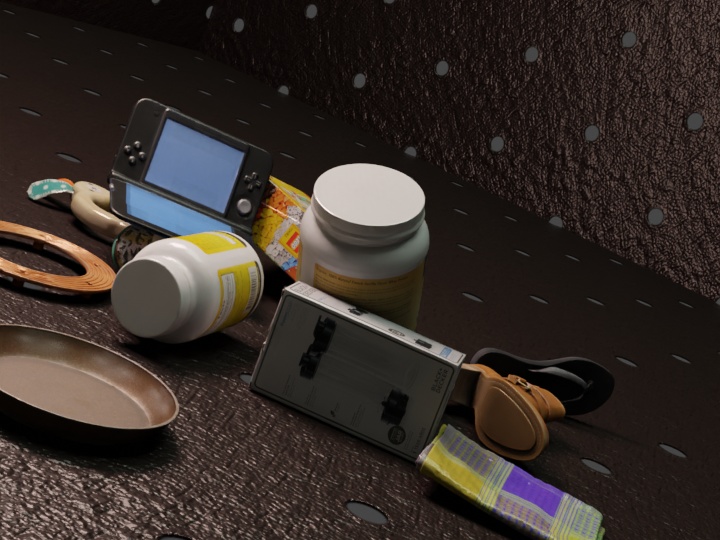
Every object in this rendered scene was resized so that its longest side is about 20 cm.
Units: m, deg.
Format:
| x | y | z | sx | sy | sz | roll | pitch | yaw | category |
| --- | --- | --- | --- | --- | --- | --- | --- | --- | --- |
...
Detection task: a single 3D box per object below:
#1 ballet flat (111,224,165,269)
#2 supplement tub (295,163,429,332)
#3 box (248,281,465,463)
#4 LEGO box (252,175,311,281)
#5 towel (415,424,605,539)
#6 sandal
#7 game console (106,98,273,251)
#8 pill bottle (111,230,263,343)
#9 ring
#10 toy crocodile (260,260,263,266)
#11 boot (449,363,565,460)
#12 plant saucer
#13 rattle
| x | y | z | sx | sy | sz | roll | pitch | yaw | category |
| --- | --- | --- | --- | --- | --- | --- | --- | --- | --- |
| -0.238 | -0.032 | 1.731 | 0.071 | 0.073 | 0.200 | 24 | 11 | 12 | ballet flat |
| 0.000 | 0.000 | 1.535 | 0.142 | 0.202 | 0.145 | 5 | 35 | -3 | supplement tub |
| -0.003 | 0.103 | 1.448 | 0.198 | 0.118 | 0.060 | 22 | 12 | 8 | box |
| -0.080 | -0.047 | 1.905 | 0.149 | 0.077 | 0.200 | 42 | 6 | 18 | LEGO box |
| 0.151 | 0.220 | 1.388 | 0.198 | 0.023 | 0.143 | 30 | 13 | 12 | towel |
| 0.235 | 0.148 | 1.791 | 0.197 | 0.077 | 0.043 | 7 | 13 | -15 | sandal |
| -0.203 | -0.107 | 1.727 | 0.198 | 0.173 | 0.118 | 23 | -11 | -21 | game console |
| -0.188 | 0.018 | 1.510 | 0.110 | 0.113 | 0.200 | 24 | 11 | 14 | pill bottle |
| -0.369 | -0.013 | 1.561 | 0.198 | 0.019 | 0.201 | 21 | 12 | -5 | ring |
| -0.186 | -0.029 | 1.861 | 0.200 | 0.062 | 0.068 | 43 | -8 | 48 | toy crocodile |
| 0.190 | 0.164 | 1.634 | 0.153 | 0.074 | 0.200 | 17 | 15 | -40 | boot |
| -0.256 | 0.103 | 1.215 | 0.198 | 0.032 | 0.200 | 20 | 12 | -4 | plant saucer |
| -0.333 | -0.122 | 1.835 | 0.199 | 0.144 | 0.130 | 34 | 33 | 27 | rattle |
